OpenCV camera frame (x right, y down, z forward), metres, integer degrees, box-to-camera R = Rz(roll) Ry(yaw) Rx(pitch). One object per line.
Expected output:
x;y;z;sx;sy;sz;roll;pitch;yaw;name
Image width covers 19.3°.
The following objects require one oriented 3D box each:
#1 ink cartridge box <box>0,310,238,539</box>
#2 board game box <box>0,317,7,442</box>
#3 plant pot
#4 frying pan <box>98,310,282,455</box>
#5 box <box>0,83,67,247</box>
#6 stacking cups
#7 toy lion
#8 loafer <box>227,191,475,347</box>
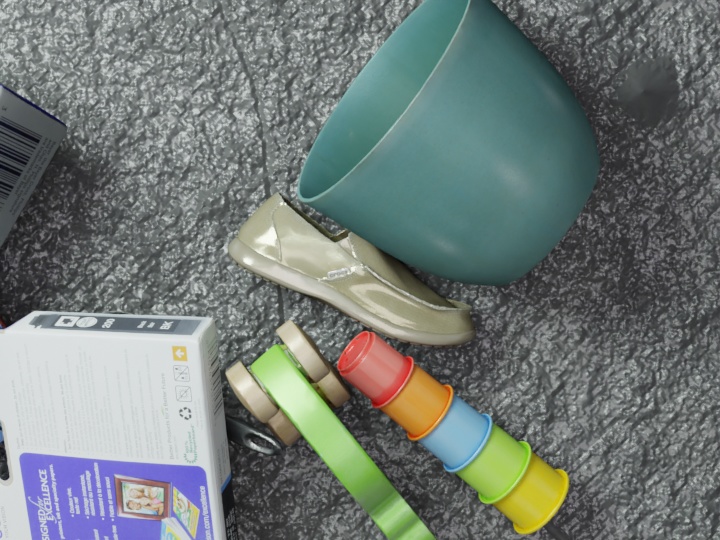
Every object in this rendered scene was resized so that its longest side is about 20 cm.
-0.193;0.128;1.555;0.198;0.043;0.200;2;113;16;ink cartridge box
-0.327;0.047;1.610;0.103;0.019;0.201;-32;95;1;board game box
0.076;-0.084;1.549;0.161;0.201;0.201;37;90;-15;plant pot
-0.140;0.081;1.574;0.189;0.031;0.116;-5;104;33;frying pan
-0.346;-0.080;1.521;0.199;0.105;0.185;30;91;24;box
0.071;0.116;1.600;0.200;0.061;0.061;42;90;-18;stacking cups
-0.006;0.142;1.555;0.069;0.200;0.192;-39;76;-3;toy lion
0.000;0.000;1.602;0.199;0.076;0.069;22;97;-4;loafer
